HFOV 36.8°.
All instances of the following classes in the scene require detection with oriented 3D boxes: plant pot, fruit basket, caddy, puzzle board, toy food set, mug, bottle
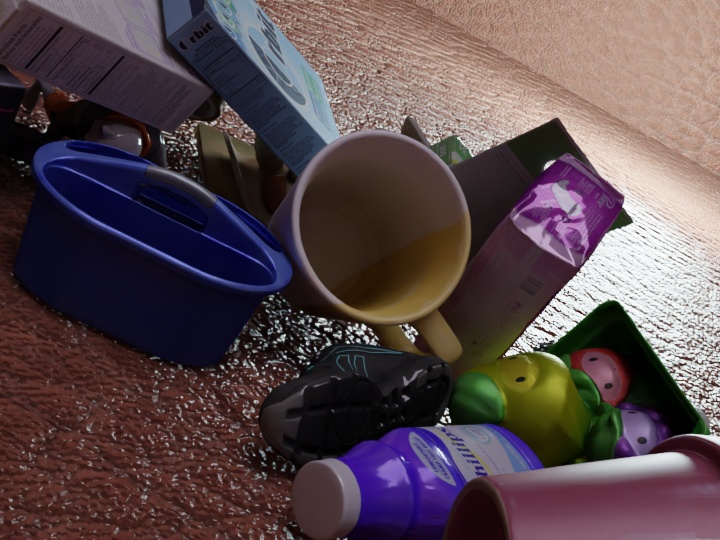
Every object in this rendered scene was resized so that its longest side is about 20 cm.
[{"bbox_3d":[0.144,0.189,0.606,0.178,0.201,0.200,7,27,-13],"label":"plant pot"},{"bbox_3d":[0.174,0.113,0.869,0.216,0.155,0.216,44,14,-14],"label":"fruit basket"},{"bbox_3d":[-0.147,-0.023,0.778,0.199,0.105,0.142,26,22,-11],"label":"caddy"},{"bbox_3d":[-0.095,-0.077,1.095,0.150,0.017,0.200,22,23,-23],"label":"puzzle board"},{"bbox_3d":[-0.028,-0.109,1.057,0.199,0.061,0.144,-7,32,-11],"label":"toy food set"},{"bbox_3d":[-0.008,-0.005,0.885,0.149,0.188,0.153,-2,-7,-23],"label":"mug"},{"bbox_3d":[0.042,0.143,0.712,0.199,0.065,0.084,7,32,-46],"label":"bottle"}]

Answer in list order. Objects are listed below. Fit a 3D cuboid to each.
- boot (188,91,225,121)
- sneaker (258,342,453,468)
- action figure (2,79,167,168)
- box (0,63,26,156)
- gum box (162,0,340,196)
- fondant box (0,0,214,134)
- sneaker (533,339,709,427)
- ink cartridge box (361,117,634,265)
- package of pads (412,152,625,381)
[{"bbox_3d":[-0.132,-0.179,1.053,0.175,0.066,0.200,32,20,-10],"label":"boot"},{"bbox_3d":[-0.014,0.093,0.773,0.079,0.076,0.200,20,12,33],"label":"sneaker"},{"bbox_3d":[-0.238,-0.131,0.915,0.199,0.105,0.193,18,15,-31],"label":"action figure"},{"bbox_3d":[-0.351,-0.119,0.714,0.132,0.115,0.200,43,24,29],"label":"box"},{"bbox_3d":[-0.095,-0.184,0.952,0.200,0.044,0.170,46,17,-37],"label":"gum box"},{"bbox_3d":[-0.220,-0.200,0.834,0.200,0.058,0.145,19,35,-58],"label":"fondant box"},{"bbox_3d":[0.239,0.128,1.026,0.072,0.073,0.200,-24,39,-33],"label":"sneaker"},{"bbox_3d":[0.121,-0.062,0.969,0.146,0.199,0.048,44,34,-34],"label":"ink cartridge box"},{"bbox_3d":[0.129,0.007,0.914,0.076,0.200,0.121,38,47,6],"label":"package of pads"}]
